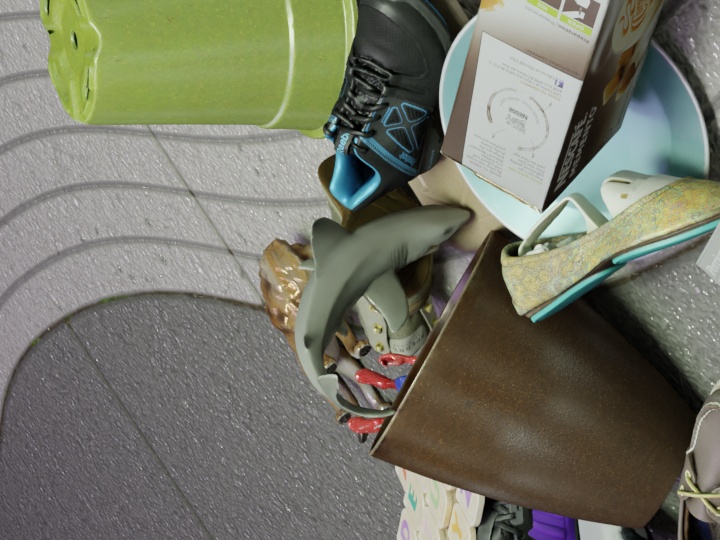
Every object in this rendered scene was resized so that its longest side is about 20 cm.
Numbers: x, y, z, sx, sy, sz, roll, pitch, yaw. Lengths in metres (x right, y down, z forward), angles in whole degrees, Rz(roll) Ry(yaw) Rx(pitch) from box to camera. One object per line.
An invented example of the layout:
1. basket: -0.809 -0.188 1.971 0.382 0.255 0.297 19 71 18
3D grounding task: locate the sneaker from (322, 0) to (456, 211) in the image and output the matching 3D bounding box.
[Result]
1. sneaker: 0.017 -0.118 1.485 0.073 0.082 0.200 36 150 26

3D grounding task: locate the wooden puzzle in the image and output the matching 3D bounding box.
1. wooden puzzle: 0.072 -0.113 1.552 0.200 0.046 0.185 53 154 -7

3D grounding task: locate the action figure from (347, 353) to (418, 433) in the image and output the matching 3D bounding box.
1. action figure: 0.030 0.101 1.716 0.200 0.099 0.065 -7 74 59

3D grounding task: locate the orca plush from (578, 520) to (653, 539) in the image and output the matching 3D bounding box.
1. orca plush: 0.219 0.213 1.632 0.200 0.071 0.105 156 117 -84

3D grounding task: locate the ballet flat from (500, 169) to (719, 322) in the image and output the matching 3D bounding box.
1. ballet flat: 0.164 -0.028 1.395 0.200 0.071 0.071 -31 94 45

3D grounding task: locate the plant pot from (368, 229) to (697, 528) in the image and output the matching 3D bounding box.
1. plant pot: 0.138 0.099 1.554 0.200 0.187 0.187 28 151 0

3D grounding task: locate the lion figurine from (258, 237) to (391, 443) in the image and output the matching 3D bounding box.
1. lion figurine: -0.038 0.064 1.904 0.122 0.072 0.200 46 157 33

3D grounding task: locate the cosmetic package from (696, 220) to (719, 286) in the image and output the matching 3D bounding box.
1. cosmetic package: 0.306 0.018 1.269 0.200 0.090 0.107 43 155 17

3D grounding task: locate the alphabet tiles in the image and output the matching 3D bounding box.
1. alphabet tiles: 0.062 0.177 1.799 0.196 0.015 0.200 -114 28 -55

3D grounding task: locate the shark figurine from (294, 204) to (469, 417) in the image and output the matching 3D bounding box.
1. shark figurine: -0.018 0.012 1.521 0.128 0.215 0.090 3 135 26

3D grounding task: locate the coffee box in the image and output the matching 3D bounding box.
1. coffee box: 0.126 -0.150 1.291 0.080 0.114 0.200 31 137 17

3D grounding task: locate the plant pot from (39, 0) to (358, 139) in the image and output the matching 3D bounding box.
1. plant pot: -0.128 -0.181 1.566 0.200 0.190 0.200 169 90 -68

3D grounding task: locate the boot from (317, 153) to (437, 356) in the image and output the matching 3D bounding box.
1. boot: 0.026 0.012 1.685 0.200 0.072 0.155 -113 6 -54

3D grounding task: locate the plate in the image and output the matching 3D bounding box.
1. plate: 0.144 -0.096 1.422 0.200 0.026 0.200 18 128 25

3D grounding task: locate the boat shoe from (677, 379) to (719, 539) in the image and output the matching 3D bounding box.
1. boat shoe: 0.255 0.158 1.497 0.072 0.060 0.200 36 149 34

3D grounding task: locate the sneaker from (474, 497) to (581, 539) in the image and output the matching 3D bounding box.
1. sneaker: 0.128 0.182 1.731 0.070 0.100 0.200 11 131 51
